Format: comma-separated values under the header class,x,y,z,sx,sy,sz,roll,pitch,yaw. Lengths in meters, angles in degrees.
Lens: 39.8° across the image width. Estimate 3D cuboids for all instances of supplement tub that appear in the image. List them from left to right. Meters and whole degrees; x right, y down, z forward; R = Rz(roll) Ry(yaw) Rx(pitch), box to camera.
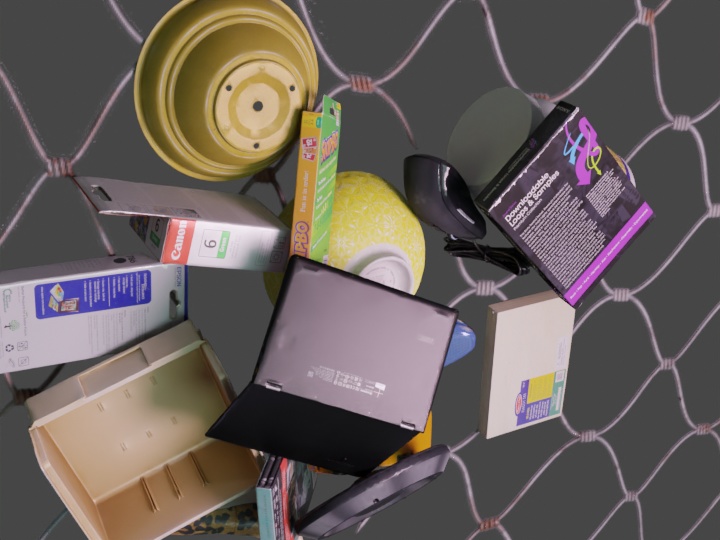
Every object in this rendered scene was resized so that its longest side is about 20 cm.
class,x,y,z,sx,sy,sz,roll,pitch,yaw
supplement tub,0.211,-0.112,1.162,0.200,0.145,0.146,27,98,-37

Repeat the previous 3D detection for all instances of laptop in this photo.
class,x,y,z,sx,sy,sz,roll,pitch,yaw
laptop,-0.030,0.105,1.010,0.187,0.116,0.201,19,85,-21

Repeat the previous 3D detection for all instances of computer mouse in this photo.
class,x,y,z,sx,sy,sz,roll,pitch,yaw
computer mouse,0.124,-0.050,1.119,0.046,0.140,0.200,-61,145,-20

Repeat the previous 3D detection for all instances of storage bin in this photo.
class,x,y,z,sx,sy,sz,roll,pitch,yaw
storage bin,-0.222,0.181,1.057,0.199,0.094,0.199,-26,134,-12

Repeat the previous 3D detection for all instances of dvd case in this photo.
class,x,y,z,sx,sy,sz,roll,pitch,yaw
dvd case,-0.082,0.245,1.150,0.022,0.200,0.147,4,118,11

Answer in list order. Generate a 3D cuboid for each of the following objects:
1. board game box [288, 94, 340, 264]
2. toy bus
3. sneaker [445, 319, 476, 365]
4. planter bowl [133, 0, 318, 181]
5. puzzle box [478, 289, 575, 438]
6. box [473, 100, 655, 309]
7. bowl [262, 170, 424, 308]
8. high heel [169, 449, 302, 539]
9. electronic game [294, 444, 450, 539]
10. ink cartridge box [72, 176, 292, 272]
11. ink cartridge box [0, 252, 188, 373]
class,x,y,z,sx,sy,sz,roll,pitch,yaw
board game box,-0.046,-0.074,1.008,0.030,0.096,0.201,9,94,8
toy bus,0.006,0.202,1.207,0.199,0.078,0.065,3,90,-45
sneaker,0.061,0.123,1.224,0.199,0.089,0.079,-22,124,-20
planter bowl,-0.114,-0.171,0.980,0.200,0.083,0.201,-14,120,-25
puzzle box,0.227,0.127,1.364,0.132,0.025,0.201,-12,119,-26
box,0.226,-0.067,1.080,0.143,0.036,0.200,-48,129,-1
bowl,0.000,0.000,1.117,0.199,0.108,0.201,-13,119,-24
high heel,-0.161,0.310,1.209,0.142,0.071,0.200,-31,128,-1
electronic game,0.015,0.254,1.146,0.199,0.042,0.200,-27,164,-9
ink cartridge box,-0.179,-0.045,0.987,0.199,0.109,0.051,4,110,-32
ink cartridge box,-0.276,0.039,1.017,0.199,0.039,0.100,-7,117,-26
